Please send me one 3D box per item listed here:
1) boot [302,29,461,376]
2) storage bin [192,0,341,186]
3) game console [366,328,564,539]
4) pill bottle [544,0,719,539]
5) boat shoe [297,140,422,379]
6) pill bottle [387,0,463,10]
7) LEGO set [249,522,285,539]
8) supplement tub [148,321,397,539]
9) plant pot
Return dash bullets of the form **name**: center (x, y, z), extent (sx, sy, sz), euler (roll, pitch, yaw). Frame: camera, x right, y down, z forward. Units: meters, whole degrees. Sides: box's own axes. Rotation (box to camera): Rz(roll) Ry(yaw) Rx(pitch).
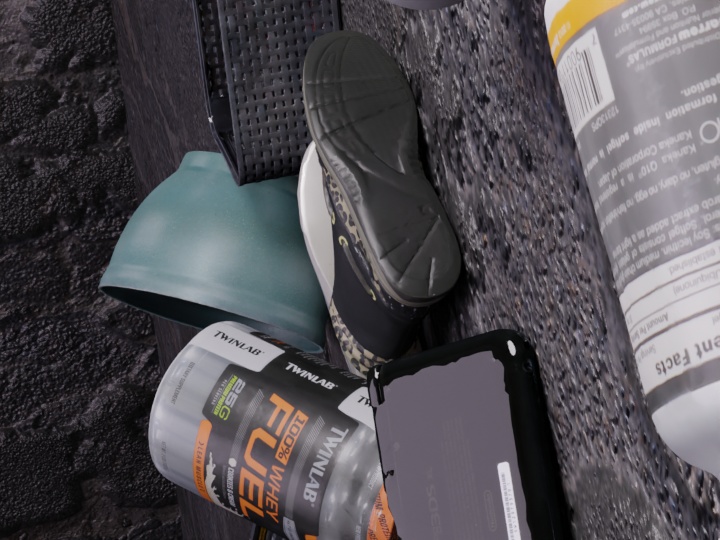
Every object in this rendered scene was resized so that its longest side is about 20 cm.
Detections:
- **boot**: center (0.001, -0.039, 1.392), extent (0.154, 0.073, 0.205), euler (108, 146, -60)
- **storage bin**: center (-0.072, -0.182, 1.600), extent (0.135, 0.093, 0.202), euler (-120, 21, -60)
- **game console**: center (0.075, 0.150, 1.250), extent (0.175, 0.116, 0.202), euler (-19, 75, 40)
- **pill bottle**: center (0.132, -0.007, 0.629), extent (0.116, 0.115, 0.202), euler (118, 138, -74)
- **boat shoe**: center (0.000, 0.000, 1.499), extent (0.068, 0.071, 0.202), euler (172, 77, -77)
- **pill bottle**: center (0.043, -0.187, 0.927), extent (0.200, 0.110, 0.112), euler (121, 137, -75)
- **LEGO set**: center (-0.027, 0.179, 1.576), extent (0.201, 0.152, 0.117), euler (-120, 34, -46)
- **supplement tub**: center (-0.036, 0.123, 1.435), extent (0.199, 0.123, 0.123), euler (22, 135, 27)
- **plant pot**: center (-0.110, -0.022, 1.783), extent (0.200, 0.198, 0.135), euler (151, 135, -79)
